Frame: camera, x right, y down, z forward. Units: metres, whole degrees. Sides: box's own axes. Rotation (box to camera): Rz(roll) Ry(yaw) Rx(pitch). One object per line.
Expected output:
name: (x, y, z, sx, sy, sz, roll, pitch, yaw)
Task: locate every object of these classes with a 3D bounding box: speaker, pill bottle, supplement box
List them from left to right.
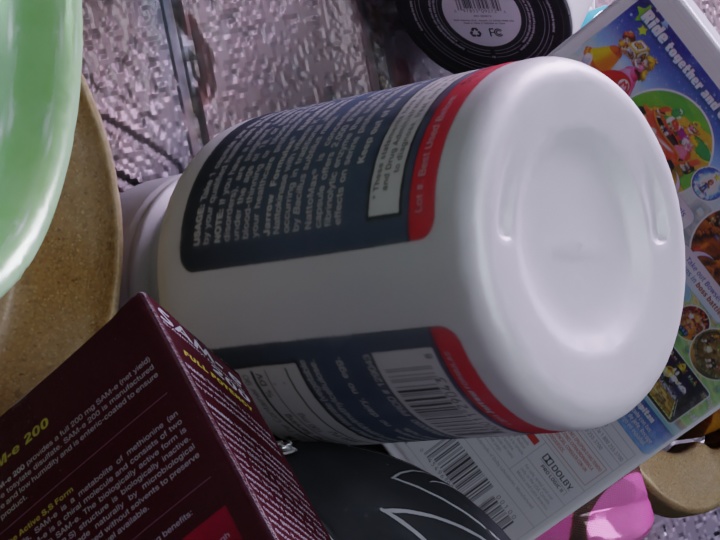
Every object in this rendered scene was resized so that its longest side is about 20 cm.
supplement box: (-0.054, 0.112, 0.634, 0.061, 0.109, 0.200, 43, 10, -46)
pill bottle: (0.000, 0.000, 0.769, 0.119, 0.199, 0.121, 8, 79, -47)
speaker: (0.084, -0.173, 0.965, 0.081, 0.081, 0.201, 54, 45, -28)

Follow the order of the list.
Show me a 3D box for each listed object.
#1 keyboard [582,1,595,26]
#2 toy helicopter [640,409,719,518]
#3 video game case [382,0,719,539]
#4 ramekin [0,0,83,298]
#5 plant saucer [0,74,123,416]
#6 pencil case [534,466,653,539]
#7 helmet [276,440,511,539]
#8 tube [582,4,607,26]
keyboard: (0.043, -0.158, 0.979, 0.199, 0.011, 0.057, 20, 70, -45)
toy helicopter: (0.104, 0.029, 0.992, 0.200, 0.079, 0.132, 52, 59, -16)
video game case: (0.079, 0.004, 0.839, 0.144, 0.200, 0.018, 52, 21, -1)
ramekin: (-0.157, -0.083, 0.587, 0.200, 0.097, 0.202, -3, 90, -74)
plant saucer: (-0.162, -0.015, 0.714, 0.199, 0.035, 0.202, 9, 78, -46)
pencil case: (0.052, 0.023, 0.911, 0.094, 0.090, 0.202, -109, -177, -81)
helmet: (-0.014, 0.161, 0.742, 0.191, 0.199, 0.200, -52, 122, -21)
tube: (0.153, -0.038, 0.995, 0.200, 0.050, 0.077, 50, 34, 13)
